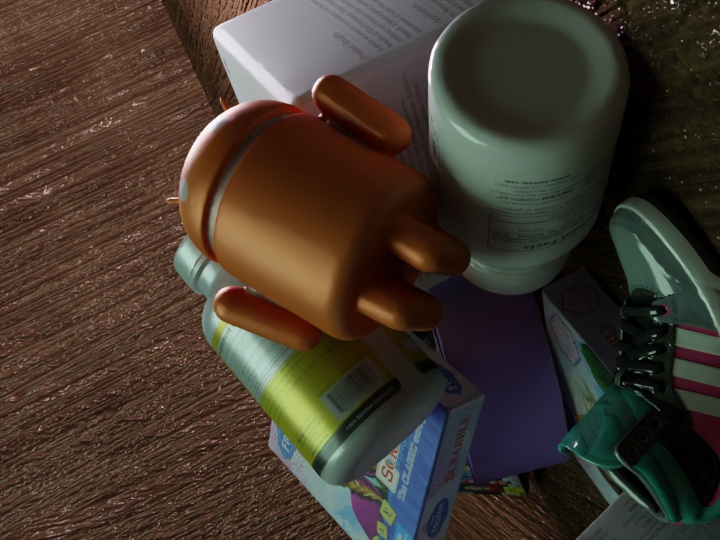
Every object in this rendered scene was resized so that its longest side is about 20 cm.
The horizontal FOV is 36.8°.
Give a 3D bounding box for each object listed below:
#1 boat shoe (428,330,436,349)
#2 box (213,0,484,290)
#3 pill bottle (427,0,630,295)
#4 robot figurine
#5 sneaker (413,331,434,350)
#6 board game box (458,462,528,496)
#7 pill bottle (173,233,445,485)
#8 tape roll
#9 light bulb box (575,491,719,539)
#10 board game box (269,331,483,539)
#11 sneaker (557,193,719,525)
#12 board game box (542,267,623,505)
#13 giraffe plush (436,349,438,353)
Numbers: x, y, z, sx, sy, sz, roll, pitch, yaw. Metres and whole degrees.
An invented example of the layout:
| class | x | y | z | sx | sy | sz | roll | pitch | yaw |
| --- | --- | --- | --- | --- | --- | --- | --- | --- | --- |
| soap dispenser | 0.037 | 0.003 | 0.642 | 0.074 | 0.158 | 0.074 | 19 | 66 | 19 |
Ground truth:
| class | x | y | z | sx | sy | sz | roll | pitch | yaw |
| --- | --- | --- | --- | --- | --- | --- | --- | --- | --- |
| boat shoe | 0.060 | 0.035 | 1.079 | 0.073 | 0.202 | 0.063 | 5 | 161 | 36 |
| box | 0.014 | -0.114 | 0.859 | 0.199 | 0.171 | 0.201 | 49 | 162 | 53 |
| pill bottle | 0.100 | -0.068 | 0.685 | 0.115 | 0.114 | 0.200 | 60 | 170 | 26 |
| robot figurine | -0.032 | -0.032 | 0.678 | 0.199 | 0.117 | 0.144 | 31 | 138 | 22 |
| sneaker | 0.000 | 0.000 | 1.013 | 0.201 | 0.072 | 0.083 | 57 | -171 | 15 |
| board game box | 0.085 | 0.206 | 1.238 | 0.200 | 0.198 | 0.062 | 60 | -148 | -63 |
| pill bottle | -0.041 | 0.045 | 0.772 | 0.200 | 0.112 | 0.112 | 48 | 167 | 16 |
| tape roll | 0.114 | 0.079 | 0.947 | 0.200 | 0.084 | 0.201 | -14 | -90 | -88 |
| light bulb box | 0.195 | 0.268 | 0.661 | 0.200 | 0.198 | 0.125 | 32 | 152 | 42 |
| board game box | 0.003 | 0.128 | 0.909 | 0.199 | 0.041 | 0.201 | 40 | 132 | 38 |
| sneaker | 0.167 | 0.066 | 0.646 | 0.201 | 0.120 | 0.084 | 64 | 171 | 2 |
| board game box | 0.211 | 0.132 | 0.823 | 0.200 | 0.041 | 0.201 | 57 | 168 | 43 |
| giraffe plush | 0.079 | 0.065 | 1.159 | 0.200 | 0.171 | 0.163 | -39 | -62 | -64 |
